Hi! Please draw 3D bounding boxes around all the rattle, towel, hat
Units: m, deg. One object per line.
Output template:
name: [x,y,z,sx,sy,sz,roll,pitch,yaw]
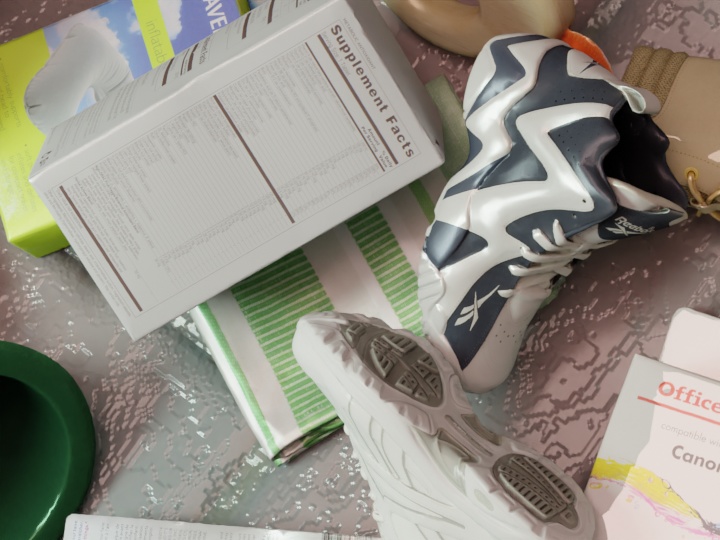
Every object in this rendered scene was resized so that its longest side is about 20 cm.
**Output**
rattle: [0.099,-0.178,1.560,0.200,0.143,0.130,34,129,21]
towel: [0.000,0.000,1.565,0.200,0.023,0.153,-33,71,6]
hat: [-0.258,0.078,1.601,0.200,0.166,0.176,-42,37,-7]

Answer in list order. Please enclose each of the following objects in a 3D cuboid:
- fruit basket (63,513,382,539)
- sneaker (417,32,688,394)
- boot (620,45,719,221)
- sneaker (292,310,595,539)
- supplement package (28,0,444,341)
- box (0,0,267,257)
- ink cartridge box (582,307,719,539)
fruit basket: [-0.082,0.233,1.507,0.200,0.094,0.186,1,77,24]
sneaker: [0.110,-0.018,1.455,0.129,0.079,0.200,20,98,39]
boot: [0.202,-0.032,1.484,0.155,0.073,0.200,6,68,16]
sneaker: [0.026,0.107,1.457,0.200,0.078,0.099,45,122,20]
supplement package: [-0.065,-0.069,1.506,0.200,0.110,0.114,-29,105,9]
box: [-0.127,-0.100,1.610,0.200,0.048,0.122,-21,74,10]
ink cartridge box: [0.184,0.121,1.464,0.116,0.067,0.200,17,82,17]
